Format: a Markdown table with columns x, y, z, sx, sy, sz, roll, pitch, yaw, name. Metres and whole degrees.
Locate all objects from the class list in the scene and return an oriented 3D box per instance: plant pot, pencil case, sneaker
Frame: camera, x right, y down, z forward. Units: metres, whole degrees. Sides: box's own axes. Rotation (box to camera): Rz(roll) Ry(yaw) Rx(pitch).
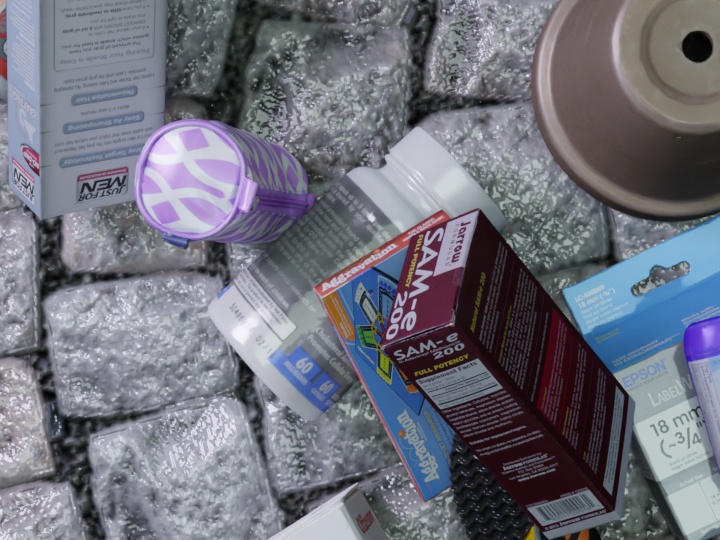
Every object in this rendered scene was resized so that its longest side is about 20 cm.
| x | y | z | sx | sy | sz | roll | pitch | yaw | name |
| --- | --- | --- | --- | --- | --- | --- | --- | --- | --- |
| 0.220 | -0.141 | 1.199 | 0.199 | 0.175 | 0.202 | 0 | 86 | 3 | plant pot |
| -0.090 | -0.058 | 1.200 | 0.085 | 0.200 | 0.085 | 9 | 93 | 9 | pencil case |
| 0.127 | 0.179 | 1.236 | 0.070 | 0.090 | 0.201 | -19 | 89 | 36 | sneaker |

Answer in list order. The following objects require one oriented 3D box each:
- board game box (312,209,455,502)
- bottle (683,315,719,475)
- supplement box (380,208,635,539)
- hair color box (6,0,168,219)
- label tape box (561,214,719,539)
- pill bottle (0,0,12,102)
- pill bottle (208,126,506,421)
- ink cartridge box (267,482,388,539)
| x | y | z | sx | sy | sz | roll | pitch | yaw | name |
| --- | --- | --- | --- | --- | --- | --- | --- | --- | --- |
| 0.050 | 0.063 | 1.208 | 0.103 | 0.019 | 0.201 | -31 | 125 | -8 | board game box |
| 0.280 | 0.123 | 1.171 | 0.083 | 0.065 | 0.201 | -15 | 87 | -1 | bottle |
| 0.101 | 0.070 | 1.139 | 0.061 | 0.109 | 0.200 | -21 | 123 | 31 | supplement box |
| -0.190 | -0.144 | 1.212 | 0.099 | 0.061 | 0.201 | -13 | 122 | -31 | hair color box |
| 0.249 | 0.074 | 1.240 | 0.144 | 0.063 | 0.201 | -25 | 86 | 1 | label tape box |
| -0.227 | -0.228 | 1.256 | 0.116 | 0.116 | 0.200 | 38 | 89 | 4 | pill bottle |
| 0.000 | 0.000 | 1.233 | 0.200 | 0.114 | 0.114 | -43 | 86 | 1 | pill bottle |
| 0.007 | 0.259 | 1.203 | 0.083 | 0.147 | 0.201 | -30 | 85 | 3 | ink cartridge box |
